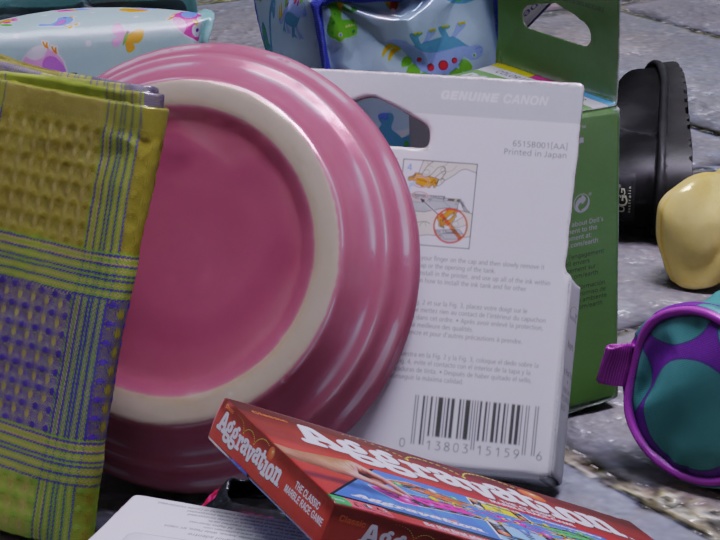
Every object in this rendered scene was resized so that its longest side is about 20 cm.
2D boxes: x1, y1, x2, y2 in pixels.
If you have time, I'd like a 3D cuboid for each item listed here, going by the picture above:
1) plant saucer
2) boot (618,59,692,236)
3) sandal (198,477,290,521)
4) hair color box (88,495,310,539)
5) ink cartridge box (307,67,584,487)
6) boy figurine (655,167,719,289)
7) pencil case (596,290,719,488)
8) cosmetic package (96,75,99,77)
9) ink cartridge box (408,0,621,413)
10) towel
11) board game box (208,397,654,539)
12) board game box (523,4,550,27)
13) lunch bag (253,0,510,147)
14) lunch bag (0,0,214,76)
[{"bbox_3d":[-0.075,-0.005,0.972,0.199,0.203,0.051,5,-8,15],"label":"plant saucer"},{"bbox_3d":[0.127,-0.083,1.398,0.156,0.080,0.211,2,19,5],"label":"boot"},{"bbox_3d":[-0.017,0.106,0.881,0.198,0.046,0.075,-1,18,-3],"label":"sandal"},{"bbox_3d":[-0.065,0.147,0.732,0.110,0.065,0.200,8,18,17],"label":"hair color box"},{"bbox_3d":[0.000,0.000,1.001,0.198,0.175,0.044,5,-9,14],"label":"ink cartridge box"},{"bbox_3d":[0.255,-0.034,1.281,0.199,0.065,0.124,-14,23,-35],"label":"boy figurine"},{"bbox_3d":[0.201,0.032,1.045,0.092,0.086,0.199,29,30,27],"label":"pencil case"},{"bbox_3d":[-0.078,-0.051,1.213,0.080,0.114,0.200,-17,19,-12],"label":"cosmetic package"},{"bbox_3d":[0.073,-0.040,1.075,0.059,0.202,0.104,-11,21,-28],"label":"ink cartridge box"},{"bbox_3d":[-0.150,0.007,0.950,0.143,0.202,0.023,11,3,34],"label":"towel"},{"bbox_3d":[0.048,0.097,0.824,0.199,0.020,0.103,19,7,-30],"label":"board game box"},{"bbox_3d":[0.037,-0.136,1.343,0.034,0.200,0.135,48,8,20],"label":"board game box"},{"bbox_3d":[0.021,-0.081,1.202,0.126,0.202,0.170,-12,21,-9],"label":"lunch bag"},{"bbox_3d":[-0.179,-0.120,1.450,0.169,0.123,0.200,-5,10,-7],"label":"lunch bag"}]
